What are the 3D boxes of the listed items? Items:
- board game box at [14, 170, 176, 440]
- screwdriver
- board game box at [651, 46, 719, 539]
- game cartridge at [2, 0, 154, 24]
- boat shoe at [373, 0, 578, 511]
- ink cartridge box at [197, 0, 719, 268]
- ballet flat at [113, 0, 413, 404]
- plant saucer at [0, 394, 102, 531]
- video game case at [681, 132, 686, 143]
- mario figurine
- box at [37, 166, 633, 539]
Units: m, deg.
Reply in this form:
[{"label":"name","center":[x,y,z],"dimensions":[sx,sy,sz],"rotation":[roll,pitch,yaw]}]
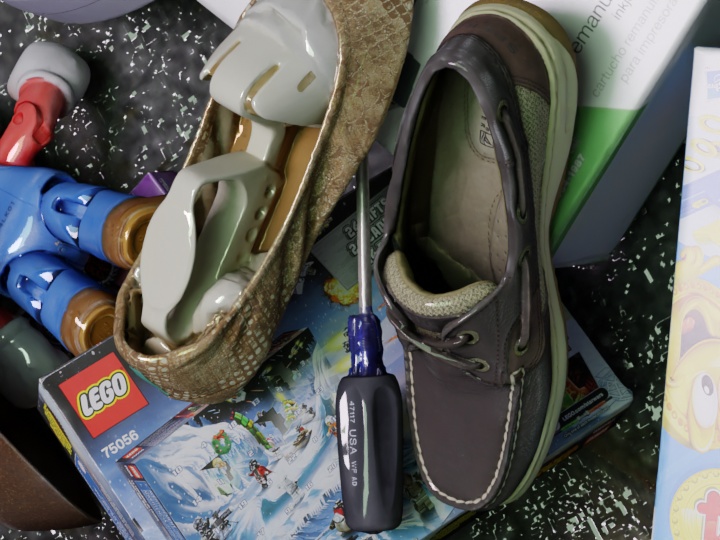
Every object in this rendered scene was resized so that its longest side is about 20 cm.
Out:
[{"label":"board game box","center":[-0.068,0.070,1.145],"dimensions":[0.120,0.032,0.200],"rotation":[-43,74,18]},{"label":"screwdriver","center":[0.000,0.000,0.996],"dimensions":[0.029,0.028,0.202],"rotation":[-12,80,63]},{"label":"board game box","center":[0.211,0.025,0.933],"dimensions":[0.199,0.056,0.197],"rotation":[6,95,27]},{"label":"game cartridge","center":[-0.090,-0.172,1.063],"dimensions":[0.200,0.041,0.134],"rotation":[-13,65,57]},{"label":"boat shoe","center":[0.035,0.001,0.952],"dimensions":[0.073,0.065,0.201],"rotation":[15,116,32]},{"label":"ink cartridge box","center":[0.045,-0.118,1.017],"dimensions":[0.200,0.084,0.147],"rotation":[38,110,20]},{"label":"ballet flat","center":[-0.038,-0.043,0.969],"dimensions":[0.070,0.065,0.201],"rotation":[24,98,31]},{"label":"plant saucer","center":[-0.186,0.041,1.104],"dimensions":[0.034,0.200,0.200],"rotation":[-41,74,-2]},{"label":"video game case","center":[0.132,-0.142,1.030],"dimensions":[0.199,0.023,0.183],"rotation":[10,98,26]},{"label":"mario figurine","center":[-0.138,-0.021,1.134],"dimensions":[0.200,0.123,0.106],"rotation":[29,149,43]},{"label":"box","center":[-0.010,0.053,1.039],"dimensions":[0.199,0.040,0.137],"rotation":[-31,76,-18]}]
